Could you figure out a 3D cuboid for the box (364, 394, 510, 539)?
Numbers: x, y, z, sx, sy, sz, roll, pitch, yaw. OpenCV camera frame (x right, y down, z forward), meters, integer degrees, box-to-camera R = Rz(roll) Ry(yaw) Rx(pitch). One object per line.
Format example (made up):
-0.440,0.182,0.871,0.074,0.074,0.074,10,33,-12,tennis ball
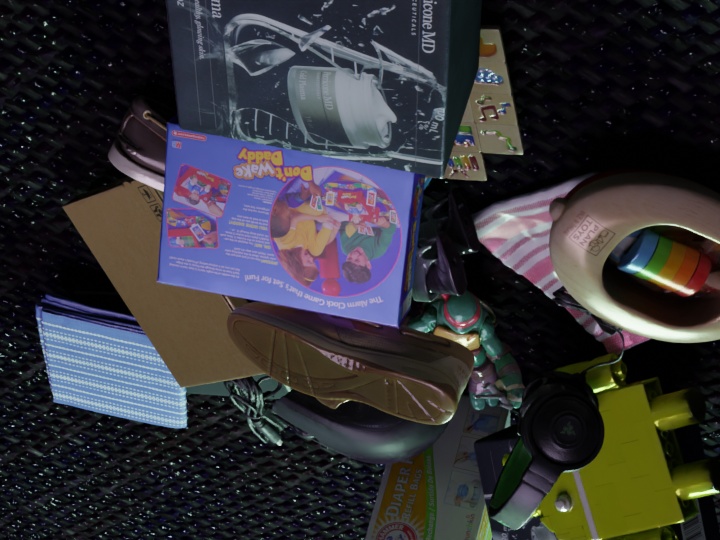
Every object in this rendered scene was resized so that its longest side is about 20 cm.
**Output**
0.072,0.227,1.912,0.101,0.201,0.113,10,148,12,box

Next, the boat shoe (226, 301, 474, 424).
-0.008,0.062,1.616,0.199,0.065,0.071,19,142,13,boat shoe

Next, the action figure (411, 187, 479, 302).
0.000,0.000,1.675,0.199,0.130,0.070,-17,110,30,action figure

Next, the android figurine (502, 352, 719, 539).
0.212,0.166,1.744,0.199,0.183,0.041,-16,179,34,android figurine

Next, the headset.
0.153,0.115,1.674,0.094,0.201,0.124,30,-169,-3,headset

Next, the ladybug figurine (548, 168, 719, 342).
0.228,-0.018,1.554,0.199,0.072,0.136,26,121,-23,ladybug figurine

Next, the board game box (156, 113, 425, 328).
-0.055,-0.042,1.583,0.199,0.045,0.135,11,112,11,board game box

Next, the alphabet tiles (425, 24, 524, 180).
0.033,-0.137,1.517,0.166,0.006,0.200,5,142,18,alphabet tiles

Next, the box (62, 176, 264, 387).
-0.165,0.010,1.761,0.163,0.021,0.200,-13,113,55,box

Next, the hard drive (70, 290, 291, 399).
-0.166,0.073,1.952,0.199,0.033,0.140,3,145,24,hard drive

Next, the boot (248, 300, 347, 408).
-0.058,0.063,1.769,0.200,0.073,0.076,32,138,59,boot

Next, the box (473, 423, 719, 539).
0.220,0.233,1.839,0.181,0.201,0.104,-10,-177,38,box

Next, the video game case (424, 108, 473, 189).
-0.024,-0.129,1.581,0.199,0.018,0.143,22,149,-7,video game case

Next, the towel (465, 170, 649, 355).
0.199,-0.003,1.654,0.200,0.030,0.146,37,143,-28,towel

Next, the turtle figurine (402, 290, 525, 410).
0.081,0.067,1.758,0.149,0.101,0.200,23,163,9,turtle figurine

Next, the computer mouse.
-0.020,0.142,1.829,0.199,0.053,0.139,4,157,14,computer mouse

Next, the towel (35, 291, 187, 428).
-0.237,0.090,1.968,0.144,0.024,0.200,13,150,4,towel

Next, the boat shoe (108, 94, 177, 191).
-0.102,-0.080,1.650,0.199,0.072,0.060,23,110,-6,boat shoe

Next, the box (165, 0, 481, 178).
-0.022,-0.186,1.373,0.196,0.124,0.200,10,141,9,box
